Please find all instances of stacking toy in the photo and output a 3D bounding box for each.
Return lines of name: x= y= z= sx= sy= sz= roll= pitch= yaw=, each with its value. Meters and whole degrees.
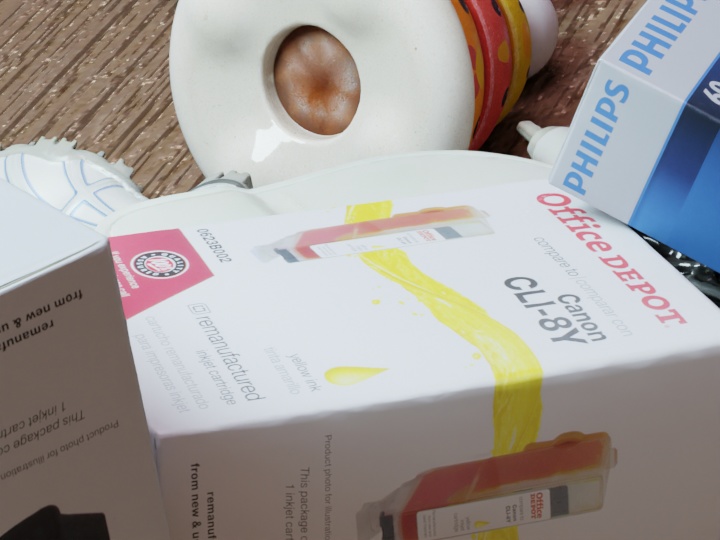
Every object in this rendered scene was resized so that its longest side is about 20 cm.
stacking toy: x=0.026 y=-0.098 z=1.189 sx=0.146 sy=0.146 sz=0.200 roll=7 pitch=18 yaw=32

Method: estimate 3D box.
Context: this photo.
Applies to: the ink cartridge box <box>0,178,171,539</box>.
ink cartridge box: x=-0.125 y=0.073 z=0.829 sx=0.083 sy=0.200 sz=0.146 roll=-25 pitch=30 yaw=-28

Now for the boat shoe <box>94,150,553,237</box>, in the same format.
boat shoe: x=0.000 y=0.000 z=1.019 sx=0.200 sy=0.062 sz=0.073 roll=-8 pitch=26 yaw=-17

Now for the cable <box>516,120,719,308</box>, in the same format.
cable: x=0.115 y=-0.009 z=1.041 sx=0.097 sy=0.050 sz=0.200 roll=-31 pitch=32 yaw=-25

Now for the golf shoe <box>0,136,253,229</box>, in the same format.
golf shoe: x=-0.110 y=0.004 z=1.089 sx=0.200 sy=0.078 sz=0.097 roll=5 pitch=38 yaw=31

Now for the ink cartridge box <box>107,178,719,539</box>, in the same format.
ink cartridge box: x=0.009 y=0.041 z=0.916 sx=0.200 sy=0.083 sz=0.145 roll=-8 pitch=26 yaw=-18

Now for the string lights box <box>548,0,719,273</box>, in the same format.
string lights box: x=0.177 y=-0.027 z=0.948 sx=0.200 sy=0.059 sz=0.103 roll=28 pitch=40 yaw=9
